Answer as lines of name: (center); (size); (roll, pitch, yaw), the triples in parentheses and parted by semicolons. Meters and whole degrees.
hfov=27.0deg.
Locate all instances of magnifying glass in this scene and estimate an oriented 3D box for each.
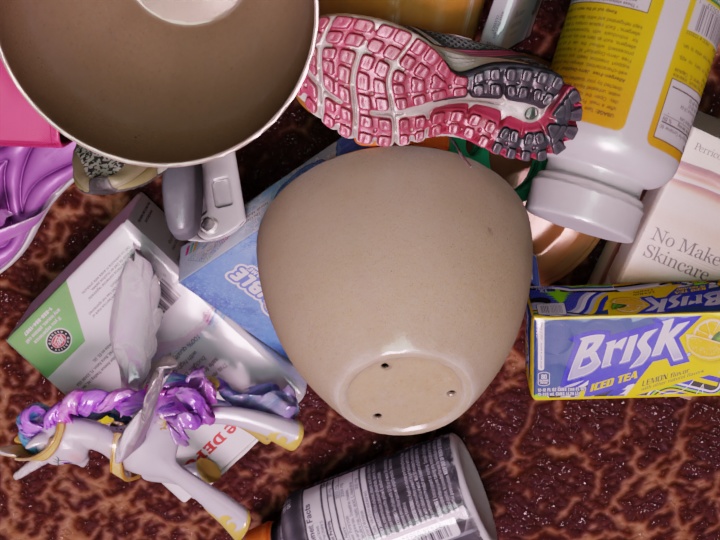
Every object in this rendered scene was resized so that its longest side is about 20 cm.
magnifying glass: (0.072, -0.093, 1.078); (0.022, 0.199, 0.080); (10, 95, 44)

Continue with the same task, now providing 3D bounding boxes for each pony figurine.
pony figurine: (-0.148, 0.106, 1.113); (0.199, 0.167, 0.194); (18, 121, -22)

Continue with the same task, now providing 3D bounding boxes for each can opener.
can opener: (-0.124, -0.116, 1.112); (0.052, 0.067, 0.202); (-12, 69, 5)

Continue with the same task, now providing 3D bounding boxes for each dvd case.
dvd case: (0.136, -0.254, 1.061); (0.017, 0.143, 0.201); (22, 109, 10)

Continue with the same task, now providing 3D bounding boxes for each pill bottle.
pill bottle: (0.189, -0.128, 1.089); (0.112, 0.113, 0.202); (18, 89, -4)
pill bottle: (0.005, 0.217, 1.246); (0.199, 0.106, 0.107); (-22, 107, 10)

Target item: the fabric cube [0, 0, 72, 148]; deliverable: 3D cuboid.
fabric cube: (-0.291, -0.206, 1.064); (0.197, 0.196, 0.202); (2, 110, 1)

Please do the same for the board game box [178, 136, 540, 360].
board game box: (0.000, 0.000, 1.142); (0.198, 0.044, 0.200); (-32, 129, 29)

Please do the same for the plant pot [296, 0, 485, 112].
plant pot: (0.012, -0.211, 1.067); (0.198, 0.201, 0.184); (2, 125, 1)

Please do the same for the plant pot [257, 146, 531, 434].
plant pot: (0.028, 0.033, 1.043); (0.198, 0.135, 0.201); (-2, 139, -2)

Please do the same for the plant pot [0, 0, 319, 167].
plant pot: (-0.120, -0.182, 0.944); (0.198, 0.135, 0.202); (1, 114, 3)

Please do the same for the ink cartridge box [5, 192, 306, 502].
ink cartridge box: (-0.158, 0.063, 1.210); (0.145, 0.084, 0.200); (-42, 103, 15)

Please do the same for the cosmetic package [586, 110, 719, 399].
cosmetic package: (0.251, -0.015, 1.167); (0.103, 0.087, 0.201); (20, 108, -5)

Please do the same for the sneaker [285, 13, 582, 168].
sneaker: (0.045, -0.121, 0.996); (0.198, 0.075, 0.081); (14, 110, -14)

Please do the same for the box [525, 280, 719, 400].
box: (0.223, 0.051, 1.112); (0.198, 0.064, 0.071); (-2, 110, 2)

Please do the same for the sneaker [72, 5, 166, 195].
sneaker: (-0.166, -0.138, 1.039); (0.076, 0.201, 0.089); (-4, 139, 16)

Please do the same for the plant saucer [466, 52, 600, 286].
plant saucer: (0.106, -0.070, 1.181); (0.198, 0.037, 0.202); (0, 109, 1)

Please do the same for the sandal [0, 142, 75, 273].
sandal: (-0.279, -0.064, 1.189); (0.082, 0.050, 0.203); (41, 106, -11)
